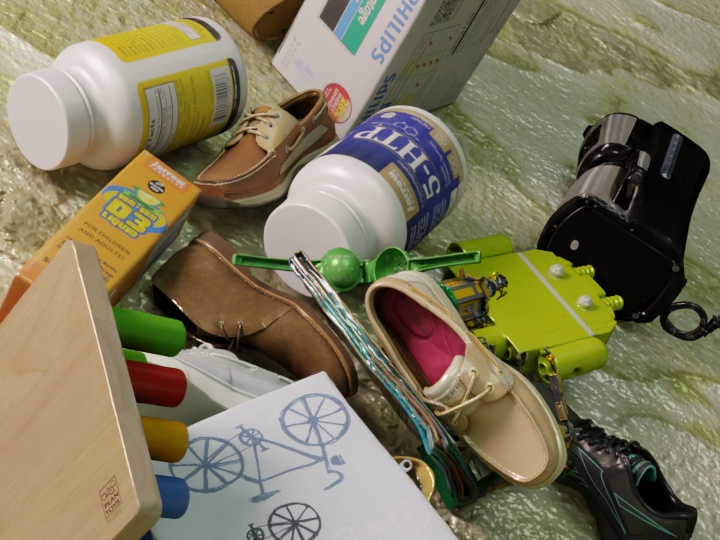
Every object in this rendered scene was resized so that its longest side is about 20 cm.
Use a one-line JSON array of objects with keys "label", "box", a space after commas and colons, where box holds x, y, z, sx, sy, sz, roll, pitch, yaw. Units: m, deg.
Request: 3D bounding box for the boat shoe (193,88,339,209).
[{"label": "boat shoe", "box": [-0.088, -0.115, 1.224, 0.075, 0.075, 0.200, 7, 26, 26]}]

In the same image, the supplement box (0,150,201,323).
[{"label": "supplement box", "box": [-0.205, -0.015, 1.072, 0.066, 0.069, 0.200, 34, 38, -1]}]

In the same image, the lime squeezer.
[{"label": "lime squeezer", "box": [0.000, 0.000, 1.083, 0.198, 0.038, 0.071, 0, 6, 9]}]

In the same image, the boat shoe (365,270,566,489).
[{"label": "boat shoe", "box": [0.070, 0.083, 1.000, 0.200, 0.074, 0.069, 48, 19, 20]}]

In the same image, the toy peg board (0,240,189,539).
[{"label": "toy peg board", "box": [-0.177, 0.125, 0.865, 0.097, 0.200, 0.200, 14, 41, -42]}]

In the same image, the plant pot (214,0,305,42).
[{"label": "plant pot", "box": [-0.112, -0.347, 1.394, 0.185, 0.186, 0.201, -14, 72, -41]}]

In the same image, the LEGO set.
[{"label": "LEGO set", "box": [0.112, 0.094, 1.106, 0.115, 0.154, 0.201, -14, 62, -41]}]

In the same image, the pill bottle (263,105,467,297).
[{"label": "pill bottle", "box": [0.003, -0.060, 1.209, 0.119, 0.120, 0.200, 39, 41, 7]}]

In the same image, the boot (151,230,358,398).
[{"label": "boot", "box": [-0.088, 0.050, 1.080, 0.199, 0.074, 0.075, 35, 51, 25]}]

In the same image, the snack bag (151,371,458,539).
[{"label": "snack bag", "box": [-0.048, 0.165, 0.918, 0.187, 0.022, 0.200, -20, 48, -29]}]

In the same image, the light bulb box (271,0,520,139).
[{"label": "light bulb box", "box": [0.046, -0.260, 1.373, 0.125, 0.199, 0.199, 48, 42, 17]}]

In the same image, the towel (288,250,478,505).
[{"label": "towel", "box": [0.018, 0.085, 1.039, 0.022, 0.147, 0.200, -36, 62, -5]}]

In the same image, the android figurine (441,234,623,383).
[{"label": "android figurine", "box": [0.158, 0.034, 1.257, 0.199, 0.041, 0.182, -10, 46, -31]}]

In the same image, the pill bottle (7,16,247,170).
[{"label": "pill bottle", "box": [-0.203, -0.152, 1.174, 0.111, 0.112, 0.199, 47, 42, 17]}]

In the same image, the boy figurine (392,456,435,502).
[{"label": "boy figurine", "box": [-0.023, 0.190, 0.990, 0.199, 0.065, 0.125, -9, 53, -34]}]

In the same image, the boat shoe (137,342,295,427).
[{"label": "boat shoe", "box": [-0.113, 0.096, 1.029, 0.200, 0.070, 0.072, 23, 30, -18]}]

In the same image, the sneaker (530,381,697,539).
[{"label": "sneaker", "box": [0.210, 0.164, 1.153, 0.075, 0.080, 0.200, -22, 62, -42]}]

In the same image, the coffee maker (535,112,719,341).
[{"label": "coffee maker", "box": [0.291, -0.046, 1.394, 0.192, 0.134, 0.200, 51, 39, -15]}]
